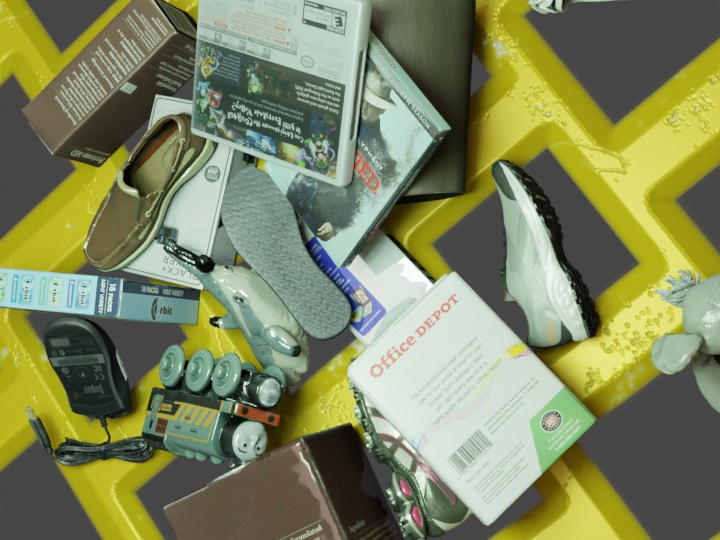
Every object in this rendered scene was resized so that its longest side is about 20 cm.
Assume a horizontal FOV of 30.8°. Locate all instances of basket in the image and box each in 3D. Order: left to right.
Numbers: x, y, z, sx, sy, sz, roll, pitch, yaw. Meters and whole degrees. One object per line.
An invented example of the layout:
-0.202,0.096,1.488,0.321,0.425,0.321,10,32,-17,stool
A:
0.042,-0.171,1.330,0.180,0.136,0.201,-7,89,-5,basket

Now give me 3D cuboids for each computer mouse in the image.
-0.315,0.131,1.454,0.140,0.046,0.201,-10,119,19,computer mouse

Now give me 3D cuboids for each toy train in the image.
-0.155,0.144,1.375,0.200,0.085,0.114,3,76,50,toy train

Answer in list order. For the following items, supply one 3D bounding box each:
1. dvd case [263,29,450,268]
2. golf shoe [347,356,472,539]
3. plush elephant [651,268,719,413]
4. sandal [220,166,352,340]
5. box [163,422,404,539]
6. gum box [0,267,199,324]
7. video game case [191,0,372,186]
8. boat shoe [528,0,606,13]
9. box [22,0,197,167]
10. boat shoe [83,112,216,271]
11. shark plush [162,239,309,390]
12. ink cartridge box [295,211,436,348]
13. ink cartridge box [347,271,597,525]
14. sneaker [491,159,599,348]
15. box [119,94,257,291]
-0.009,-0.120,1.279,0.146,0.022,0.200,54,129,19,dvd case
0.049,0.175,1.341,0.088,0.077,0.201,-23,79,-3,golf shoe
0.349,0.053,1.180,0.200,0.155,0.165,31,97,20,plush elephant
-0.082,-0.013,1.366,0.076,0.043,0.201,-30,86,-3,sandal
-0.059,0.281,1.304,0.166,0.164,0.201,-27,81,15,box
-0.302,0.028,1.422,0.199,0.170,0.045,3,86,20,gum box
-0.082,-0.196,1.279,0.200,0.023,0.183,22,117,30,video game case
0.195,-0.290,1.316,0.199,0.072,0.066,-2,81,12,boat shoe
-0.270,-0.212,1.467,0.200,0.100,0.075,-40,73,14,box
-0.240,-0.087,1.394,0.075,0.075,0.203,39,100,20,boat shoe
-0.131,0.046,1.377,0.200,0.091,0.083,34,128,-16,shark plush
0.000,0.000,1.381,0.099,0.039,0.200,-46,73,12,ink cartridge box
0.104,0.124,1.271,0.145,0.084,0.200,-43,83,-5,ink cartridge box
0.166,-0.017,1.302,0.079,0.074,0.201,-23,78,23,sneaker
-0.186,-0.083,1.446,0.116,0.060,0.201,14,91,22,box
